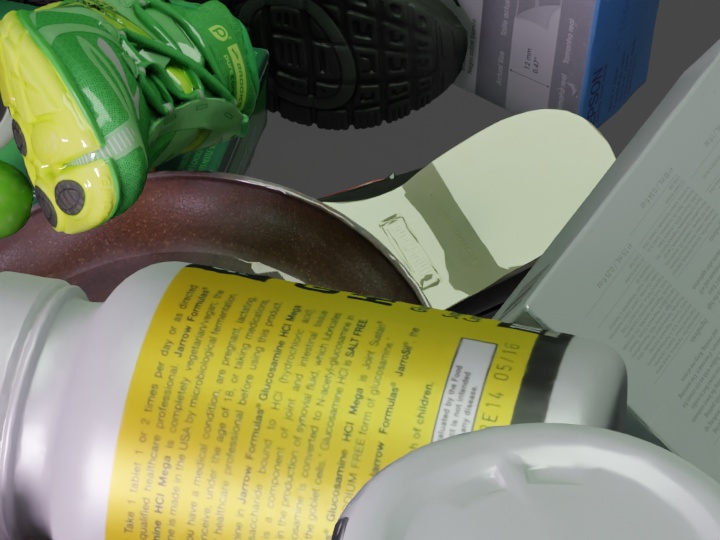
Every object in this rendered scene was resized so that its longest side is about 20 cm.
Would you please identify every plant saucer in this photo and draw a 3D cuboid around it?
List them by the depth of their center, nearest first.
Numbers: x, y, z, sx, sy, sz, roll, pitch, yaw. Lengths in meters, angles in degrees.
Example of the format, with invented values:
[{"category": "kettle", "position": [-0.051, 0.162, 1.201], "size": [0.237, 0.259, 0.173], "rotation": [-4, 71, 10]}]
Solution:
[{"category": "plant saucer", "position": [-0.066, 0.056, 0.915], "size": [0.200, 0.032, 0.201], "rotation": [-2, 57, 3]}]

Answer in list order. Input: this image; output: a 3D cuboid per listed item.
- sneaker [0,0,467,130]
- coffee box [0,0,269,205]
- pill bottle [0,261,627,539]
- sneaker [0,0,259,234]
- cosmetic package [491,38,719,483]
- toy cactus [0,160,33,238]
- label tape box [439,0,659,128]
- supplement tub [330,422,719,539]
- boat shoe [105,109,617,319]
[{"category": "sneaker", "position": [-0.050, -0.118, 1.119], "size": [0.199, 0.076, 0.091], "rotation": [13, 37, 7]}, {"category": "coffee box", "position": [-0.145, -0.057, 1.059], "size": [0.199, 0.044, 0.123], "rotation": [11, 41, 6]}, {"category": "pill bottle", "position": [-0.024, 0.059, 0.826], "size": [0.199, 0.113, 0.113], "rotation": [11, 41, 9]}, {"category": "sneaker", "position": [-0.080, -0.069, 0.935], "size": [0.083, 0.074, 0.200], "rotation": [-15, 16, 3]}, {"category": "cosmetic package", "position": [0.141, 0.019, 0.944], "size": [0.151, 0.052, 0.200], "rotation": [43, 47, -2]}, {"category": "toy cactus", "position": [-0.202, -0.061, 0.955], "size": [0.200, 0.102, 0.165], "rotation": [1, 76, 38]}, {"category": "label tape box", "position": [0.031, -0.160, 1.116], "size": [0.200, 0.144, 0.066], "rotation": [25, 45, 22]}, {"category": "supplement tub", "position": [0.043, 0.149, 0.722], "size": [0.122, 0.200, 0.123], "rotation": [3, 41, -2]}, {"category": "boat shoe", "position": [0.001, 0.003, 0.996], "size": [0.201, 0.063, 0.074], "rotation": [-21, 72, -9]}]
